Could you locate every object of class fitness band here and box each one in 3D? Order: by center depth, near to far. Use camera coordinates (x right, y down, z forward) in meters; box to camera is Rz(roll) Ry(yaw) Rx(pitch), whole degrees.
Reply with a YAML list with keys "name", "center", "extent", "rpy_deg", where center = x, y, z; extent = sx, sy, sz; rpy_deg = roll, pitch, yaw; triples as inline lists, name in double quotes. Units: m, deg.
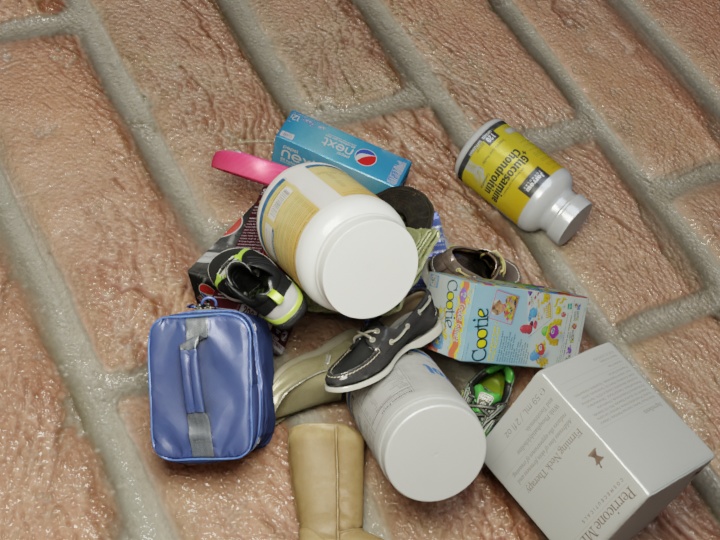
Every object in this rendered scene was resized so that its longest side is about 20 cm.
- name: "fitness band"
  center: [-0.112, -0.132, 1.728]
  extent: [0.200, 0.144, 0.038]
  rpy_deg: [15, 92, -27]

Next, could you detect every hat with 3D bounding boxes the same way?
- name: "hat"
  center: [0.032, -0.016, 1.676]
  extent: [0.200, 0.081, 0.201]
  rpy_deg: [-24, 40, 22]

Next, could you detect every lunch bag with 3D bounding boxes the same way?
- name: "lunch bag"
  center: [-0.180, 0.132, 1.489]
  extent: [0.135, 0.132, 0.201]
  rpy_deg: [-4, 89, 7]

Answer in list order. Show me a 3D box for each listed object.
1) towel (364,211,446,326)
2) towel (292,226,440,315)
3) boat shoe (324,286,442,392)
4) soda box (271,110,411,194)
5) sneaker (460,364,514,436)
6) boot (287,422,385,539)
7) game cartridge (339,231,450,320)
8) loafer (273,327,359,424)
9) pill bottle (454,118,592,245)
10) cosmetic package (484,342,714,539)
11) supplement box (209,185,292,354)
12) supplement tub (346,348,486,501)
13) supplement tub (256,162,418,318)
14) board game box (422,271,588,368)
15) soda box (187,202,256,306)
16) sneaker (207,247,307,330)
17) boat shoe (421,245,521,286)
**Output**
- name: "towel"
  center: [0.062, -0.002, 1.738]
  extent: [0.144, 0.024, 0.200]
  rpy_deg: [-2, 55, -13]
- name: "towel"
  center: [0.000, 0.000, 1.578]
  extent: [0.200, 0.037, 0.149]
  rpy_deg: [3, 47, 43]
- name: "boat shoe"
  center: [0.026, 0.085, 1.524]
  extent: [0.200, 0.060, 0.074]
  rpy_deg: [-30, 26, -35]
- name: "soda box"
  center: [-0.030, -0.161, 1.846]
  extent: [0.200, 0.068, 0.064]
  rpy_deg: [25, 53, 5]
- name: "sneaker"
  center: [0.139, 0.194, 1.609]
  extent: [0.078, 0.085, 0.200]
  rpy_deg: [28, 53, 8]
- name: "boot"
  center: [-0.002, 0.286, 1.521]
  extent: [0.175, 0.066, 0.200]
  rpy_deg: [5, 52, -10]
- name: "game cartridge"
  center: [0.044, -0.001, 1.767]
  extent: [0.199, 0.038, 0.130]
  rpy_deg: [-12, 62, -21]
- name: "loafer"
  center: [-0.054, 0.145, 1.607]
  extent: [0.068, 0.076, 0.200]
  rpy_deg: [40, 54, 24]
- name: "pill bottle"
  center: [0.249, -0.131, 1.861]
  extent: [0.200, 0.112, 0.112]
  rpy_deg: [40, 55, 18]
- name: "cosmetic package"
  center: [0.293, 0.229, 1.542]
  extent: [0.166, 0.168, 0.200]
  rpy_deg: [-15, 56, -46]
- name: "supplement box"
  center: [-0.117, -0.002, 1.642]
  extent: [0.061, 0.109, 0.200]
  rpy_deg: [3, 62, 40]
- name: "supplement tub"
  center: [0.065, 0.184, 1.519]
  extent: [0.132, 0.132, 0.200]
  rpy_deg: [-2, 19, -15]
- name: "supplement tub"
  center: [-0.029, -0.037, 1.484]
  extent: [0.144, 0.145, 0.200]
  rpy_deg: [-12, 27, -21]
- name: "board game box"
  center: [0.190, 0.068, 1.642]
  extent: [0.200, 0.105, 0.103]
  rpy_deg: [8, 5, -34]
- name: "soda box"
  center: [-0.150, -0.028, 1.710]
  extent: [0.071, 0.063, 0.200]
  rpy_deg: [18, 48, 28]
- name: "sneaker"
  center: [-0.137, 0.004, 1.512]
  extent: [0.072, 0.083, 0.200]
  rpy_deg: [-53, 41, -9]
- name: "boat shoe"
  center: [0.169, 0.001, 1.730]
  extent: [0.200, 0.059, 0.072]
  rpy_deg: [6, 56, -46]
